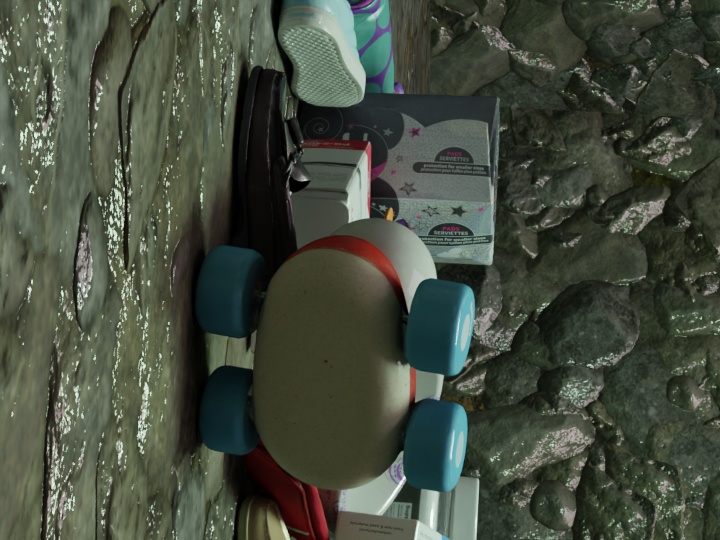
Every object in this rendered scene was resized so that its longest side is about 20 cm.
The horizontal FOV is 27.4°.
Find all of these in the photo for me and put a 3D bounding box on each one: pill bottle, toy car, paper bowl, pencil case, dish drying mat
[{"bbox_3d":[0.029,0.267,1.616,0.114,0.197,0.116,4,90,-85],"label":"pill bottle"},{"bbox_3d":[0.002,0.038,1.063,0.200,0.182,0.179,-54,148,-60],"label":"toy car"},{"bbox_3d":[-0.009,0.142,1.406,0.201,0.103,0.202,-48,151,-37],"label":"paper bowl"},{"bbox_3d":[-0.011,-0.231,1.481,0.093,0.084,0.201,53,-15,28],"label":"pencil case"},{"bbox_3d":[-0.065,0.188,1.241,0.018,0.076,0.201,-52,162,-19],"label":"dish drying mat"}]

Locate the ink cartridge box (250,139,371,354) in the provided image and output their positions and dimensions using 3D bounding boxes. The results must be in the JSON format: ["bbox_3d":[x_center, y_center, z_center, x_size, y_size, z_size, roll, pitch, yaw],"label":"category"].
[{"bbox_3d":[-0.040,-0.024,1.287,0.200,0.082,0.148,-68,161,-73],"label":"ink cartridge box"}]

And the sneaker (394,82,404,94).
[{"bbox_3d":[0.015,-0.182,1.711,0.081,0.083,0.201,47,17,-18],"label":"sneaker"}]

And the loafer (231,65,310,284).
[{"bbox_3d":[-0.062,-0.054,1.129,0.072,0.062,0.203,50,43,-83],"label":"loafer"}]

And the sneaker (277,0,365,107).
[{"bbox_3d":[-0.029,-0.214,1.344,0.200,0.073,0.083,79,18,-73],"label":"sneaker"}]

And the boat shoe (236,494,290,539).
[{"bbox_3d":[-0.050,0.281,1.226,0.072,0.064,0.203,2,71,-72],"label":"boat shoe"}]

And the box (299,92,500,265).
[{"bbox_3d":[0.036,-0.091,1.454,0.115,0.197,0.134,82,12,-57],"label":"box"}]

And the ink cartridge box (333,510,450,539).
[{"bbox_3d":[0.023,0.334,1.335,0.144,0.083,0.203,43,55,-61],"label":"ink cartridge box"}]

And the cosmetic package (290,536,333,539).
[{"bbox_3d":[-0.037,0.373,1.489,0.201,0.102,0.074,-82,173,-47],"label":"cosmetic package"}]
